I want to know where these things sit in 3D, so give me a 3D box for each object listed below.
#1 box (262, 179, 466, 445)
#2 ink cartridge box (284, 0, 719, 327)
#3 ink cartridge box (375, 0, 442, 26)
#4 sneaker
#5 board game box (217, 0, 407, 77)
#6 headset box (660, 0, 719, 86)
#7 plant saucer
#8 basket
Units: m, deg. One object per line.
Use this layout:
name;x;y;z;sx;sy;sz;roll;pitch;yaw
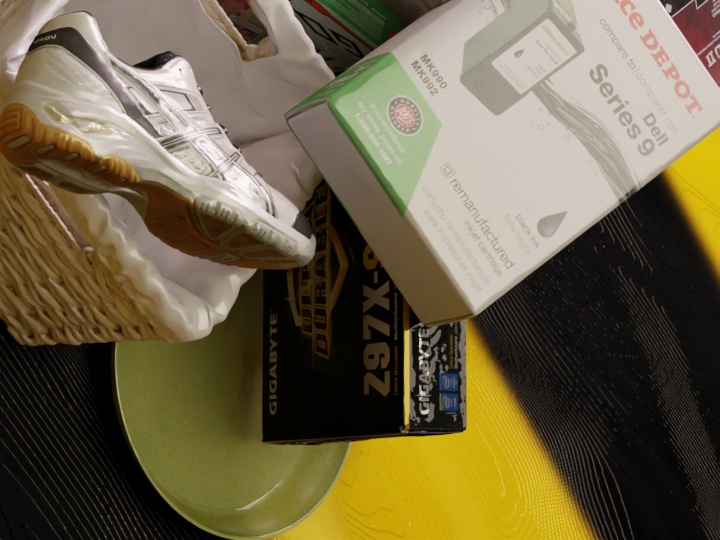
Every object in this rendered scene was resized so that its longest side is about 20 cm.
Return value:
box;0.000;0.000;1.677;0.049;0.159;0.201;4;84;-34
ink cartridge box;0.083;-0.086;1.583;0.200;0.084;0.146;-37;97;-18
ink cartridge box;0.038;-0.212;1.816;0.146;0.146;0.200;46;53;-30
sneaker;-0.093;-0.067;1.482;0.200;0.075;0.088;30;63;-37
board game box;-0.054;-0.149;1.720;0.200;0.134;0.029;35;58;-35
headset box;0.135;-0.172;1.696;0.075;0.148;0.201;-39;111;-40
plant saucer;-0.081;0.064;1.728;0.200;0.031;0.201;11;75;-45
basket;-0.144;-0.084;1.598;0.198;0.160;0.200;55;49;-23
